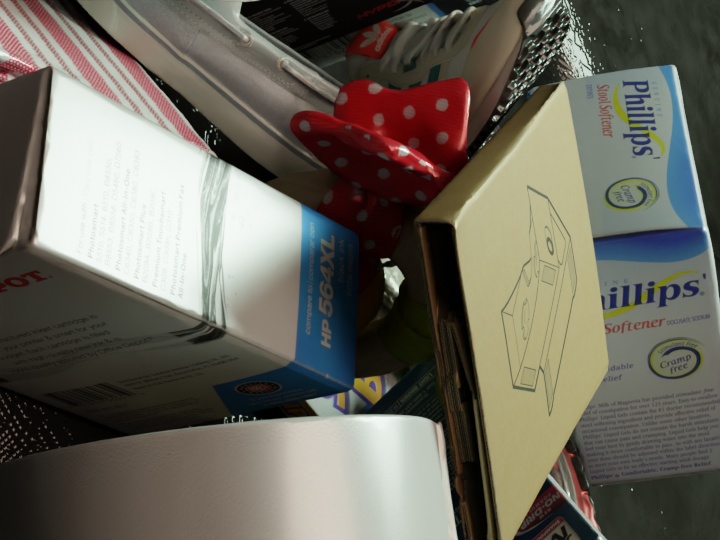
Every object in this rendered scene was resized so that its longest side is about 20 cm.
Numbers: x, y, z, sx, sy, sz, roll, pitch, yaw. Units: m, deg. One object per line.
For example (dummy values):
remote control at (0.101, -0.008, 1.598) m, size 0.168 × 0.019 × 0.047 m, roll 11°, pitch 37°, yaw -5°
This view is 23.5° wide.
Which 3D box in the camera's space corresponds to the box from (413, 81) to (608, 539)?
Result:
box at (0.078, 0.016, 0.832) m, size 0.200 × 0.021 × 0.164 m, roll -46°, pitch 130°, yaw -58°

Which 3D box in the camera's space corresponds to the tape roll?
tape roll at (-0.057, 0.145, 0.750) m, size 0.202 × 0.202 × 0.140 m, roll 7°, pitch 72°, yaw -53°

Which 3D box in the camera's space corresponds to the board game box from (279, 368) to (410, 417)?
board game box at (-0.002, 0.069, 1.004) m, size 0.200 × 0.030 × 0.096 m, roll 50°, pitch 43°, yaw -28°

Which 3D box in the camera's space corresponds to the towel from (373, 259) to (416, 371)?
towel at (0.031, 0.001, 1.040) m, size 0.200 × 0.034 × 0.133 m, roll 51°, pitch 29°, yaw -29°

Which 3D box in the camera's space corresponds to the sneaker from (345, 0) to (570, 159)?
sneaker at (0.036, -0.103, 0.917) m, size 0.093 × 0.200 × 0.070 m, roll 40°, pitch 63°, yaw 2°

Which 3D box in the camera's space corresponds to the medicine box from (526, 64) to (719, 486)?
medicine box at (0.174, 0.002, 1.115) m, size 0.182 × 0.103 × 0.200 m, roll -87°, pitch 164°, yaw -52°

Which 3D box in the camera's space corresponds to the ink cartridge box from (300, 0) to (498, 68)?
ink cartridge box at (0.027, -0.227, 0.998) m, size 0.047 × 0.197 × 0.201 m, roll 28°, pitch 56°, yaw -47°

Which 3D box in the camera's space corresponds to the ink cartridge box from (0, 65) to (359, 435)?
ink cartridge box at (-0.117, 0.000, 0.764) m, size 0.200 × 0.146 × 0.085 m, roll 30°, pitch 56°, yaw -46°

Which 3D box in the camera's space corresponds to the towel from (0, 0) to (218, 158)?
towel at (-0.165, -0.109, 0.777) m, size 0.200 × 0.030 × 0.146 m, roll 24°, pitch 19°, yaw -48°

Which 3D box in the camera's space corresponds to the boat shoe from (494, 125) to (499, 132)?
boat shoe at (0.078, -0.055, 1.121) m, size 0.200 × 0.065 × 0.074 m, roll 58°, pitch 38°, yaw -24°

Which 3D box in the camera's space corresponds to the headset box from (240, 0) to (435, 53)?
headset box at (-0.072, -0.198, 0.893) m, size 0.200 × 0.148 × 0.075 m, roll 35°, pitch 50°, yaw -42°

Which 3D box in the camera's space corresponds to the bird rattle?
bird rattle at (0.000, 0.000, 0.868) m, size 0.200 × 0.163 × 0.113 m, roll 54°, pitch 30°, yaw -42°

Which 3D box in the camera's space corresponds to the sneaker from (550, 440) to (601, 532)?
sneaker at (0.110, 0.179, 1.079) m, size 0.074 × 0.086 × 0.201 m, roll 78°, pitch -2°, yaw -52°

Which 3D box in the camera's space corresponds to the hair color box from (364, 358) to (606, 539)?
hair color box at (0.083, 0.134, 0.923) m, size 0.100 × 0.061 × 0.200 m, roll 47°, pitch 1°, yaw -33°

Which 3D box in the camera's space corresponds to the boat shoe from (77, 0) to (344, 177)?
boat shoe at (-0.079, -0.128, 0.873) m, size 0.201 × 0.072 × 0.070 m, roll 41°, pitch 7°, yaw -18°
